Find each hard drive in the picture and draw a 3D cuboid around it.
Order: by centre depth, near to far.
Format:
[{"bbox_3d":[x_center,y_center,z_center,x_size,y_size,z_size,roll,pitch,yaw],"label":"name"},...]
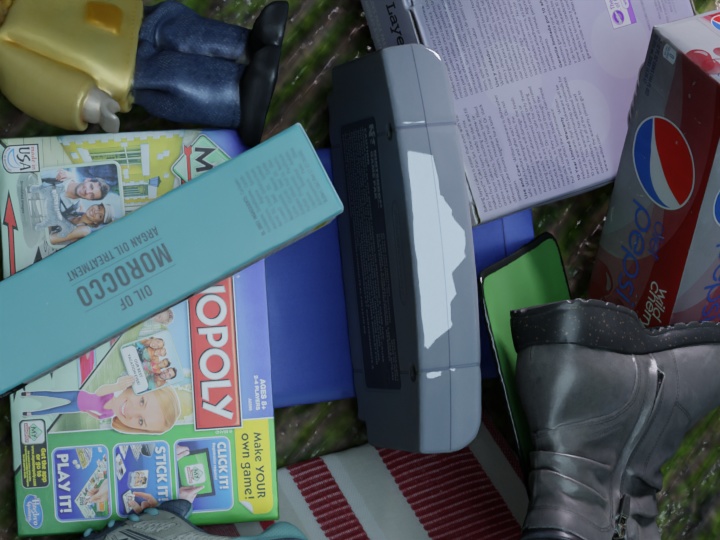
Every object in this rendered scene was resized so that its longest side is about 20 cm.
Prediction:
[{"bbox_3d":[0.000,0.000,1.407,0.199,0.025,0.133,-7,91,-22],"label":"hard drive"}]

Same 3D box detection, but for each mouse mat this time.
[{"bbox_3d":[0.100,0.067,1.374,0.007,0.200,0.162,-13,93,17],"label":"mouse mat"}]

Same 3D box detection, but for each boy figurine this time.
[{"bbox_3d":[-0.137,-0.121,1.321,0.199,0.065,0.125,14,47,-2],"label":"boy figurine"}]

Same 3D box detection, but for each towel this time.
[{"bbox_3d":[0.008,0.151,1.364,0.199,0.023,0.144,-16,51,-22],"label":"towel"}]

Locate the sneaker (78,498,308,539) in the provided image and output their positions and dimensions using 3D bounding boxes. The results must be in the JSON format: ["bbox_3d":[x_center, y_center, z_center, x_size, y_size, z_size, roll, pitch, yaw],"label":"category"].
[{"bbox_3d":[-0.113,0.159,1.305,0.199,0.078,0.087,2,54,15],"label":"sneaker"}]

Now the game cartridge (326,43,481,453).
[{"bbox_3d":[0.022,-0.010,1.330,0.041,0.133,0.201,-6,91,-12],"label":"game cartridge"}]

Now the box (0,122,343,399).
[{"bbox_3d":[-0.108,-0.002,1.286,0.199,0.082,0.049,-28,90,-6],"label":"box"}]

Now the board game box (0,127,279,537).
[{"bbox_3d":[-0.113,0.030,1.340,0.134,0.029,0.201,-4,89,-5],"label":"board game box"}]

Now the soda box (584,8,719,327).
[{"bbox_3d":[0.177,-0.035,1.398,0.063,0.070,0.201,-17,135,-30],"label":"soda box"}]

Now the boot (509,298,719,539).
[{"bbox_3d":[0.143,0.092,1.326,0.199,0.070,0.133,8,75,-41],"label":"boot"}]

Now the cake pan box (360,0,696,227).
[{"bbox_3d":[0.092,-0.137,1.418,0.183,0.052,0.201,-20,93,-33],"label":"cake pan box"}]
